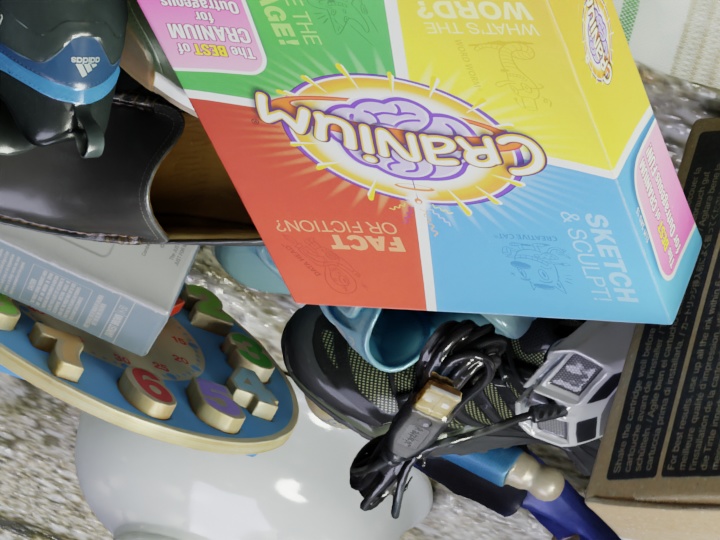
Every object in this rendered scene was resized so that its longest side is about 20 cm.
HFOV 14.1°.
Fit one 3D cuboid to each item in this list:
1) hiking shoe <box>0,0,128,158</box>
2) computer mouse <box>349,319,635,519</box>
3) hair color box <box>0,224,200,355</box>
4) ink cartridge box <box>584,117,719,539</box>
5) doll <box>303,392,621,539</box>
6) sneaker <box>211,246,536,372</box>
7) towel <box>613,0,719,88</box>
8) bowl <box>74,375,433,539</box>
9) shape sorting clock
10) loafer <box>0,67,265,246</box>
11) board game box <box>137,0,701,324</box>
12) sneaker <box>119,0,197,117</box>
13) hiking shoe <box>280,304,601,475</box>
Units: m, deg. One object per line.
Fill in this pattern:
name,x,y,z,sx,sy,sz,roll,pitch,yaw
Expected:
hiking shoe,-0.142,-0.087,1.070,0.074,0.087,0.200,2,-177,-23
computer mouse,0.093,0.036,1.143,0.200,0.044,0.110,-14,150,-25
hair color box,-0.156,-0.055,1.194,0.200,0.099,0.061,25,157,-6
ink cartridge box,0.176,0.062,1.072,0.075,0.165,0.200,-2,146,37
doll,0.054,0.087,1.350,0.200,0.049,0.136,34,175,-31
sneaker,0.000,0.000,1.197,0.200,0.082,0.074,-7,142,48
towel,0.091,-0.114,0.956,0.200,0.031,0.149,18,158,4
bowl,-0.069,0.124,1.508,0.201,0.090,0.201,18,156,8
shape sorting clock,-0.115,0.018,1.273,0.200,0.039,0.200,26,-167,-6
loafer,-0.081,-0.043,1.119,0.200,0.073,0.072,-1,-163,-1
board game box,0.017,-0.064,0.977,0.153,0.040,0.200,3,140,28
sneaker,0.004,-0.080,1.061,0.200,0.067,0.090,29,143,-6
hiking shoe,0.064,0.033,1.244,0.200,0.076,0.101,12,143,7
